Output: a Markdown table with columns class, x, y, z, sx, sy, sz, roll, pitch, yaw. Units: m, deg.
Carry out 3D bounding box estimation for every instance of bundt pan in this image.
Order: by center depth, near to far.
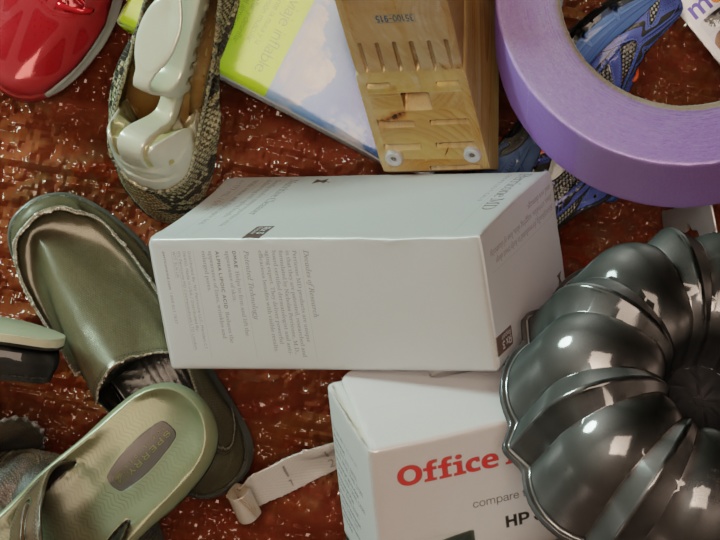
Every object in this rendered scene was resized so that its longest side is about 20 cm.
| class | x | y | z | sx | sy | sz | roll | pitch | yaw |
| --- | --- | --- | --- | --- | --- | --- | --- | --- | --- |
| bundt pan | 0.175 | 0.063 | 1.517 | 0.201 | 0.076 | 0.202 | 6 | 61 | -10 |

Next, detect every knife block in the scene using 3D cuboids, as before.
| class | x | y | z | sx | sy | sz | roll | pitch | yaw |
| --- | --- | --- | --- | --- | --- | --- | --- | --- | --- |
| knife block | 0.041 | -0.177 | 1.645 | 0.064 | 0.176 | 0.200 | -1 | 132 | 19 |

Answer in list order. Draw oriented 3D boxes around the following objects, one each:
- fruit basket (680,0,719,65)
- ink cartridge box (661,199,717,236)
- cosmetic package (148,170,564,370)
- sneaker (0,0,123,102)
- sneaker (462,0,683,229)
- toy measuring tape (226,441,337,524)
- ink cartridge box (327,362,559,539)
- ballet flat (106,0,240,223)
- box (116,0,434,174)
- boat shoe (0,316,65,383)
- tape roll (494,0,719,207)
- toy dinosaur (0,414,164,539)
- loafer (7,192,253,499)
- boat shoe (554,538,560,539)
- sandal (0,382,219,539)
| class | x | y | z | sx | sy | sz | roll | pitch | yaw |
| --- | --- | --- | --- | --- | --- | --- | --- | --- | --- |
| fruit basket | 0.292 | -0.148 | 1.665 | 0.185 | 0.094 | 0.200 | -37 | 84 | 1 |
| ink cartridge box | 0.164 | 0.065 | 1.648 | 0.067 | 0.117 | 0.201 | -7 | 88 | -8 |
| cosmetic package | 0.000 | 0.000 | 1.624 | 0.199 | 0.113 | 0.081 | -3 | 109 | 24 |
| sneaker | -0.159 | -0.190 | 1.671 | 0.078 | 0.116 | 0.200 | 26 | 90 | 3 |
| sneaker | 0.122 | -0.076 | 1.687 | 0.078 | 0.075 | 0.200 | 35 | 98 | -6 |
| toy measuring tape | 0.025 | 0.109 | 1.677 | 0.200 | 0.074 | 0.074 | -24 | 88 | -1 |
| ink cartridge box | 0.070 | 0.146 | 1.617 | 0.146 | 0.084 | 0.201 | -13 | 118 | -10 |
| ballet flat | -0.108 | -0.106 | 1.649 | 0.068 | 0.075 | 0.200 | 19 | 118 | 10 |
| box | -0.022 | -0.146 | 1.699 | 0.200 | 0.048 | 0.122 | 28 | 91 | 3 |
| boat shoe | -0.259 | 0.051 | 1.682 | 0.201 | 0.074 | 0.063 | 2 | 91 | 18 |
| tape roll | 0.172 | -0.138 | 1.606 | 0.199 | 0.066 | 0.201 | -1 | 71 | 2 |
| toy dinosaur | -0.168 | 0.143 | 1.685 | 0.200 | 0.077 | 0.102 | 27 | 97 | 6 |
| loafer | -0.129 | 0.040 | 1.688 | 0.075 | 0.070 | 0.200 | -38 | 88 | 1 |
| boat shoe | 0.148 | 0.166 | 1.551 | 0.199 | 0.071 | 0.070 | -13 | 89 | -15 |
| sandal | -0.158 | 0.139 | 1.615 | 0.080 | 0.057 | 0.201 | 38 | 84 | 8 |
